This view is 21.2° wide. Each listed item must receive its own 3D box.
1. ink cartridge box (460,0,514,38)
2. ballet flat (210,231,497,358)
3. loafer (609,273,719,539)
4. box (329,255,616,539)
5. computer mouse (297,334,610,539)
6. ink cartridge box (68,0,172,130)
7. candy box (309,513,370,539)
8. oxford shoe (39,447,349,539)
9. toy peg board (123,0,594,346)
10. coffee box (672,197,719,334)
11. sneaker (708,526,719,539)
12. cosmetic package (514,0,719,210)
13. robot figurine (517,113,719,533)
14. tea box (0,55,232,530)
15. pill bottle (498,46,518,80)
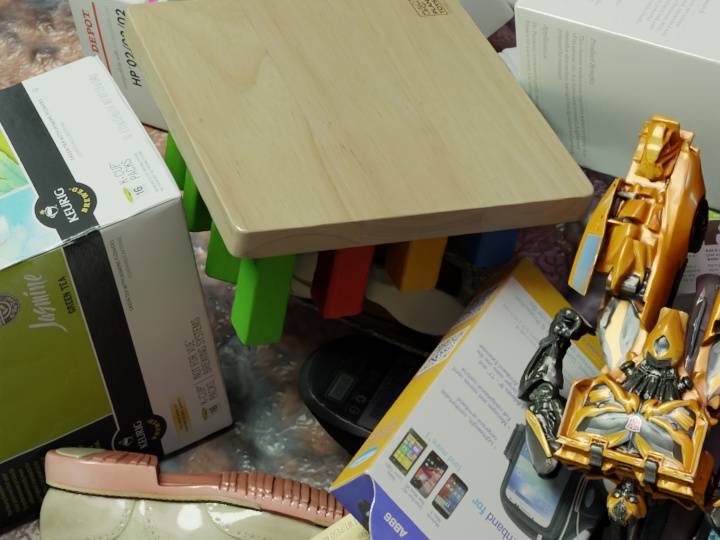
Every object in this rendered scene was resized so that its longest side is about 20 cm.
[{"bbox_3d":[-0.002,-0.235,1.263,0.086,0.200,0.147,-38,49,13],"label":"ink cartridge box"},{"bbox_3d":[0.000,0.000,1.083,0.199,0.072,0.072,22,54,11],"label":"ballet flat"},{"bbox_3d":[0.165,0.098,1.003,0.063,0.072,0.201,26,88,7],"label":"loafer"},{"bbox_3d":[0.069,0.099,0.987,0.119,0.041,0.200,47,52,-8],"label":"box"},{"bbox_3d":[0.047,0.119,1.061,0.199,0.046,0.141,19,46,8],"label":"computer mouse"},{"bbox_3d":[-0.120,-0.152,1.272,0.199,0.116,0.068,18,53,23],"label":"ink cartridge box"},{"bbox_3d":[0.002,0.228,0.941,0.115,0.055,0.201,-34,49,7],"label":"candy box"},{"bbox_3d":[-0.077,0.147,1.051,0.198,0.071,0.074,10,90,4],"label":"oxford shoe"},{"bbox_3d":[-0.011,-0.056,1.047,0.198,0.098,0.200,-7,43,-23],"label":"toy peg board"},{"bbox_3d":[0.202,-0.027,1.122,0.079,0.115,0.201,-3,49,4],"label":"coffee box"},{"bbox_3d":[0.190,0.219,0.938,0.076,0.081,0.201,9,70,13],"label":"sneaker"},{"bbox_3d":[0.188,-0.100,1.040,0.199,0.113,0.081,20,54,21],"label":"cosmetic package"},{"bbox_3d":[0.157,0.029,0.955,0.144,0.058,0.201,14,75,23],"label":"robot figurine"},{"bbox_3d":[-0.195,0.022,1.071,0.196,0.201,0.134,-24,50,-14],"label":"tea box"},{"bbox_3d":[0.026,-0.076,1.189,0.199,0.112,0.112,-15,49,-7],"label":"pill bottle"}]
